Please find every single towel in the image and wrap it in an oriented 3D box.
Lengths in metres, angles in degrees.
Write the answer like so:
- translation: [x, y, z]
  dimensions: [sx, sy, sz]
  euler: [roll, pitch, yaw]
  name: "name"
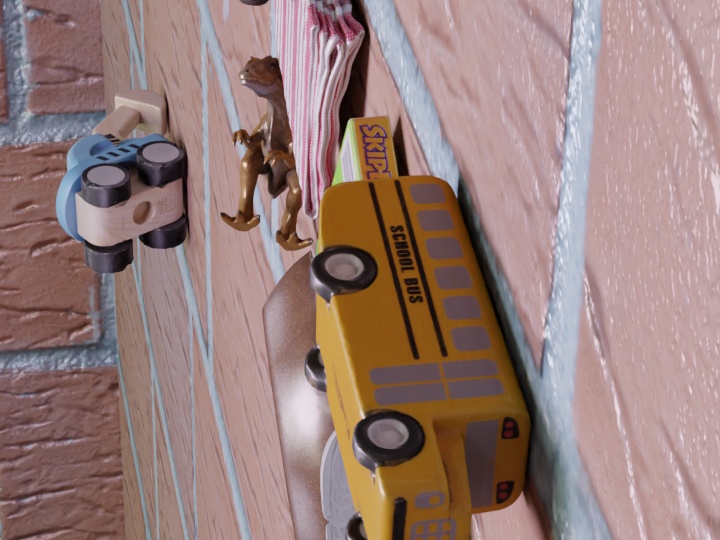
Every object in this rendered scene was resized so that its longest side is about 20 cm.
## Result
- translation: [-0.027, -0.145, 1.460]
  dimensions: [0.147, 0.030, 0.200]
  euler: [95, 169, -45]
  name: "towel"

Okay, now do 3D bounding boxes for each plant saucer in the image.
- translation: [-0.031, 0.090, 1.485]
  dimensions: [0.200, 0.037, 0.201]
  euler: [171, 90, -88]
  name: "plant saucer"

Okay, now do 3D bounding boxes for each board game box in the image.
- translation: [0.000, 0.000, 1.356]
  dimensions: [0.200, 0.030, 0.096]
  euler: [114, 150, -68]
  name: "board game box"

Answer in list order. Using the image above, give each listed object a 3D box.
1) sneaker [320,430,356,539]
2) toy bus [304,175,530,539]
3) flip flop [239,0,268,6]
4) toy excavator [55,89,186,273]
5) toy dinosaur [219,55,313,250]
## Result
- translation: [0.016, 0.133, 1.192]
  dimensions: [0.116, 0.075, 0.200]
  euler: [102, 162, -55]
  name: "sneaker"
- translation: [0.021, 0.045, 1.086]
  dimensions: [0.200, 0.078, 0.065]
  euler: [-106, 15, -49]
  name: "toy bus"
- translation: [-0.076, -0.233, 1.456]
  dimensions: [0.081, 0.057, 0.200]
  euler: [97, 168, -56]
  name: "flip flop"
- translation: [-0.238, -0.107, 2.498]
  dimensions: [0.200, 0.194, 0.100]
  euler: [36, 137, 40]
  name: "toy excavator"
- translation: [-0.052, -0.065, 1.613]
  dimensions: [0.200, 0.060, 0.107]
  euler: [97, -177, -65]
  name: "toy dinosaur"
